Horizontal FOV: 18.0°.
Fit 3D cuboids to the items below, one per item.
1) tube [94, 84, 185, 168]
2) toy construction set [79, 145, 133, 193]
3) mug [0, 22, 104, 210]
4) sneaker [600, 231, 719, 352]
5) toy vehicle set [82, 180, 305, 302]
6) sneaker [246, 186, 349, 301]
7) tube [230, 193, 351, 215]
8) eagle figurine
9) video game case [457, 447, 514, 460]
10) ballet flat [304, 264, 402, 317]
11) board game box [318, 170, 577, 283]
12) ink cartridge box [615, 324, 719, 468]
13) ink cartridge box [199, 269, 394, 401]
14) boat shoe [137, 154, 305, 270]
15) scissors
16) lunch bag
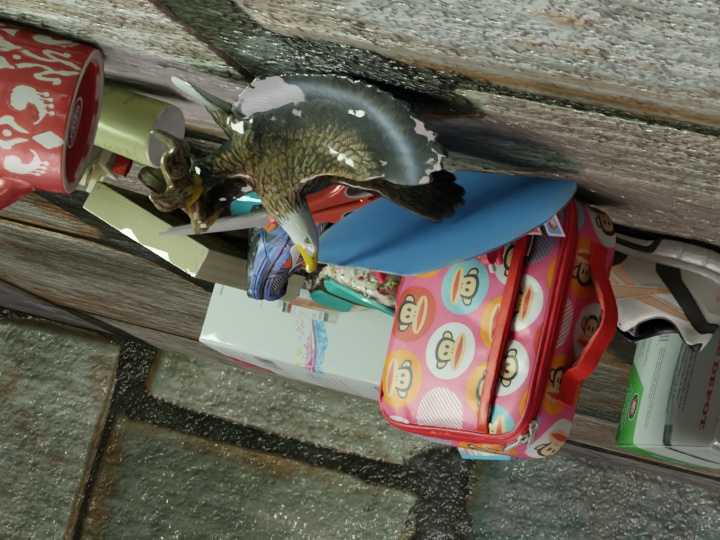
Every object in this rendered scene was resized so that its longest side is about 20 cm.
[{"bbox_3d":[-0.231,-0.132,1.775,0.199,0.052,0.058,19,143,26],"label":"tube"},{"bbox_3d":[-0.291,-0.106,1.897,0.198,0.093,0.131,11,155,0],"label":"toy construction set"},{"bbox_3d":[-0.299,-0.109,1.661,0.198,0.179,0.134,11,-159,4],"label":"mug"},{"bbox_3d":[0.191,0.008,1.755,0.199,0.081,0.074,14,173,30],"label":"sneaker"},{"bbox_3d":[-0.139,-0.023,1.954,0.124,0.027,0.200,31,-174,23],"label":"toy vehicle set"},{"bbox_3d":[-0.049,-0.030,1.845,0.078,0.076,0.200,9,152,-9],"label":"sneaker"},{"bbox_3d":[-0.010,-0.051,1.899,0.199,0.051,0.077,7,-177,22],"label":"tube"},{"bbox_3d":[-0.036,-0.075,1.577,0.199,0.152,0.152,-19,-150,7],"label":"eagle figurine"},{"bbox_3d":[0.069,0.064,1.896,0.018,0.201,0.143,-25,-178,-13],"label":"video game case"},{"bbox_3d":[0.000,0.000,1.867,0.075,0.064,0.200,25,174,-17],"label":"ballet flat"},{"bbox_3d":[0.061,-0.019,1.614,0.157,0.039,0.199,-30,-158,-31],"label":"board game box"},{"bbox_3d":[0.290,0.082,1.812,0.082,0.148,0.200,16,173,-14],"label":"ink cartridge box"},{"bbox_3d":[-0.021,0.034,2.118,0.199,0.146,0.145,14,171,17],"label":"ink cartridge box"},{"bbox_3d":[-0.101,-0.060,1.994,0.199,0.063,0.073,24,-172,-26],"label":"boat shoe"},{"bbox_3d":[-0.054,-0.040,1.768,0.199,0.014,0.073,-19,145,6],"label":"scissors"},{"bbox_3d":[0.110,0.037,1.676,0.175,0.202,0.082,5,169,41],"label":"lunch bag"}]
